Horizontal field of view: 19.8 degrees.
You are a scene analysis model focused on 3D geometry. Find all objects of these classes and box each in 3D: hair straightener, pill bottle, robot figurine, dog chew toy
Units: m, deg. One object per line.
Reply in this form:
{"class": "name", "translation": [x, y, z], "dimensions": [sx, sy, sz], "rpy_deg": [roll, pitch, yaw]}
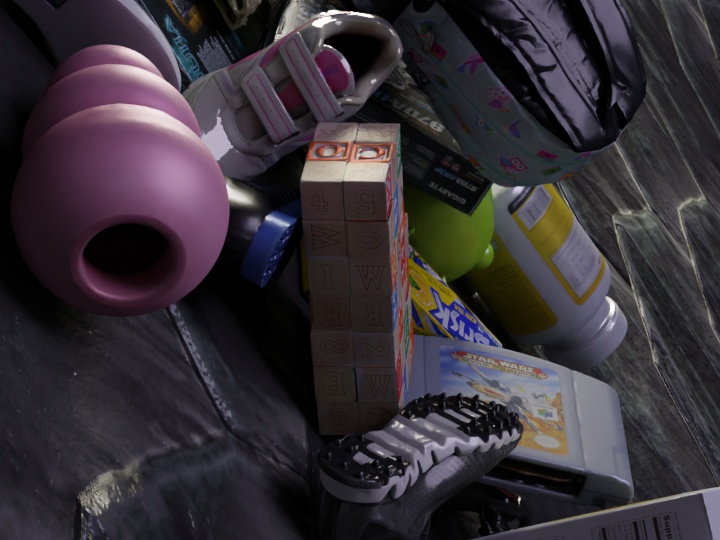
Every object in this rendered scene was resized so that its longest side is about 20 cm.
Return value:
{"class": "hair straightener", "translation": [0.089, 0.189, 1.570], "dimensions": [0.200, 0.041, 0.077], "rpy_deg": [42, 32, -52]}
{"class": "pill bottle", "translation": [0.155, -0.005, 1.860], "dimensions": [0.200, 0.112, 0.112], "rpy_deg": [52, 22, -23]}
{"class": "robot figurine", "translation": [0.048, -0.070, 1.683], "dimensions": [0.175, 0.116, 0.200], "rpy_deg": [51, 22, -37]}
{"class": "dog chew toy", "translation": [-0.145, -0.064, 1.219], "dimensions": [0.125, 0.124, 0.200], "rpy_deg": [46, 17, -35]}

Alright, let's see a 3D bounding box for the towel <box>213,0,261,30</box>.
{"class": "towel", "translation": [-0.121, -0.267, 1.596], "dimensions": [0.148, 0.036, 0.200], "rpy_deg": [59, 7, -16]}

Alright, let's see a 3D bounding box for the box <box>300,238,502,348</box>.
{"class": "box", "translation": [0.036, 0.038, 1.588], "dimensions": [0.200, 0.064, 0.070], "rpy_deg": [45, 25, -35]}

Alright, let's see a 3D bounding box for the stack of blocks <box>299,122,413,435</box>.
{"class": "stack of blocks", "translation": [0.000, 0.000, 1.422], "dimensions": [0.115, 0.058, 0.200], "rpy_deg": [-79, 167, -59]}

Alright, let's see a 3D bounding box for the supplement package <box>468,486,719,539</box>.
{"class": "supplement package", "translation": [0.176, 0.241, 1.421], "dimensions": [0.152, 0.200, 0.151], "rpy_deg": [8, 69, -66]}

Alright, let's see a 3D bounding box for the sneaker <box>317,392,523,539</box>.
{"class": "sneaker", "translation": [0.035, 0.142, 1.391], "dimensions": [0.066, 0.091, 0.200], "rpy_deg": [28, 28, 31]}

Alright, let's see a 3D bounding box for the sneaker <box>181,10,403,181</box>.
{"class": "sneaker", "translation": [-0.050, -0.127, 1.443], "dimensions": [0.200, 0.088, 0.081], "rpy_deg": [-41, 103, -26]}

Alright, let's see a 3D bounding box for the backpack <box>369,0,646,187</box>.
{"class": "backpack", "translation": [0.113, -0.162, 1.517], "dimensions": [0.167, 0.127, 0.200], "rpy_deg": [-38, 93, -31]}

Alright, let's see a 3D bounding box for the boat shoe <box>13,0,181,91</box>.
{"class": "boat shoe", "translation": [-0.188, -0.183, 1.343], "dimensions": [0.200, 0.072, 0.066], "rpy_deg": [42, 31, -23]}

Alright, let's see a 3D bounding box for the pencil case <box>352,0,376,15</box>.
{"class": "pencil case", "translation": [0.022, -0.263, 1.654], "dimensions": [0.091, 0.083, 0.200], "rpy_deg": [40, 16, -28]}

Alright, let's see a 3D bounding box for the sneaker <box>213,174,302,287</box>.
{"class": "sneaker", "translation": [-0.080, -0.035, 1.402], "dimensions": [0.078, 0.070, 0.200], "rpy_deg": [27, 4, 2]}

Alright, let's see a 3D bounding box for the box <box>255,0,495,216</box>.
{"class": "box", "translation": [0.018, -0.143, 1.598], "dimensions": [0.200, 0.046, 0.159], "rpy_deg": [28, 33, -11]}

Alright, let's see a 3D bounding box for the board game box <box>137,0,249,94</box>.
{"class": "board game box", "translation": [-0.146, -0.198, 1.513], "dimensions": [0.200, 0.028, 0.135], "rpy_deg": [59, 21, -7]}

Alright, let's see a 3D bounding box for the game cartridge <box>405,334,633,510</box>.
{"class": "game cartridge", "translation": [0.099, 0.106, 1.517], "dimensions": [0.200, 0.042, 0.133], "rpy_deg": [13, 36, -8]}
